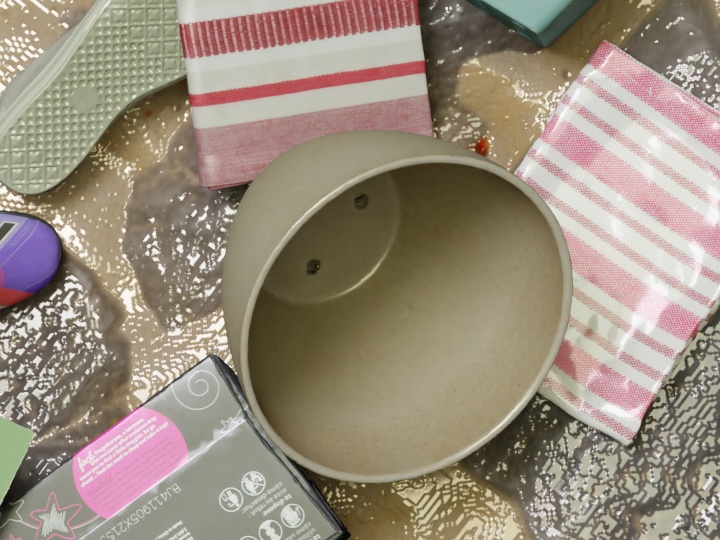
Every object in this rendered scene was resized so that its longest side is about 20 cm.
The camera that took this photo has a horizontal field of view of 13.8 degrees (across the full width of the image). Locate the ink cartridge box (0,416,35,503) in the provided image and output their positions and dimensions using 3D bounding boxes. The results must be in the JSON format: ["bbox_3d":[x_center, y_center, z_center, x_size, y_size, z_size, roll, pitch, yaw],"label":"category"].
[{"bbox_3d":[-0.280,0.123,1.687,0.048,0.200,0.146,30,84,-36],"label":"ink cartridge box"}]

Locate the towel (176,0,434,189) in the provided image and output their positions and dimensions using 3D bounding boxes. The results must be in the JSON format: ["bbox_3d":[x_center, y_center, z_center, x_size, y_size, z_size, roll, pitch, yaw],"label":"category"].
[{"bbox_3d":[-0.037,-0.156,1.738,0.143,0.023,0.201,-9,102,-12],"label":"towel"}]

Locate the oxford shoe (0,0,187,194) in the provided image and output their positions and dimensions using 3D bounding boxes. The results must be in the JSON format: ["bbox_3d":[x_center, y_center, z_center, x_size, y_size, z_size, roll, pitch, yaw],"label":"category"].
[{"bbox_3d":[-0.146,-0.128,1.758,0.200,0.058,0.075,-43,114,4],"label":"oxford shoe"}]

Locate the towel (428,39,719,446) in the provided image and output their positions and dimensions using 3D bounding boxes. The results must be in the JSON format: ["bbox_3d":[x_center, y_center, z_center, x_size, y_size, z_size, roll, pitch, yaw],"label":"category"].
[{"bbox_3d":[0.150,-0.017,1.754,0.146,0.030,0.200,32,86,7],"label":"towel"}]

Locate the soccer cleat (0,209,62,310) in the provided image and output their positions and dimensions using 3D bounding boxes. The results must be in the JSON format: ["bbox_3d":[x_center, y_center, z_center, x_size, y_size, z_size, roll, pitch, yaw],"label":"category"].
[{"bbox_3d":[-0.263,0.010,1.721,0.199,0.073,0.069,-8,110,-22],"label":"soccer cleat"}]

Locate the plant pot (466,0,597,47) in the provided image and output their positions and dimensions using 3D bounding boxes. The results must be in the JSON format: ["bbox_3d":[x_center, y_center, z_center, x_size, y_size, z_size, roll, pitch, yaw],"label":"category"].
[{"bbox_3d":[0.120,-0.241,1.732,0.141,0.141,0.200,32,93,6],"label":"plant pot"}]

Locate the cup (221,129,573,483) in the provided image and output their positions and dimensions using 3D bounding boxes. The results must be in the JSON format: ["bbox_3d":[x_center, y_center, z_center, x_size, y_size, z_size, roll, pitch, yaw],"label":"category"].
[{"bbox_3d":[0.000,0.000,1.687,0.199,0.143,0.201,-11,119,-21],"label":"cup"}]

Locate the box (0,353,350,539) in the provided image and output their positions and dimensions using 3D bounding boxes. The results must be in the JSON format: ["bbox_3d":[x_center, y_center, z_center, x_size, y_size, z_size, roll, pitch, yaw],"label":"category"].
[{"bbox_3d":[-0.122,0.160,1.704,0.200,0.115,0.132,-36,84,0],"label":"box"}]
